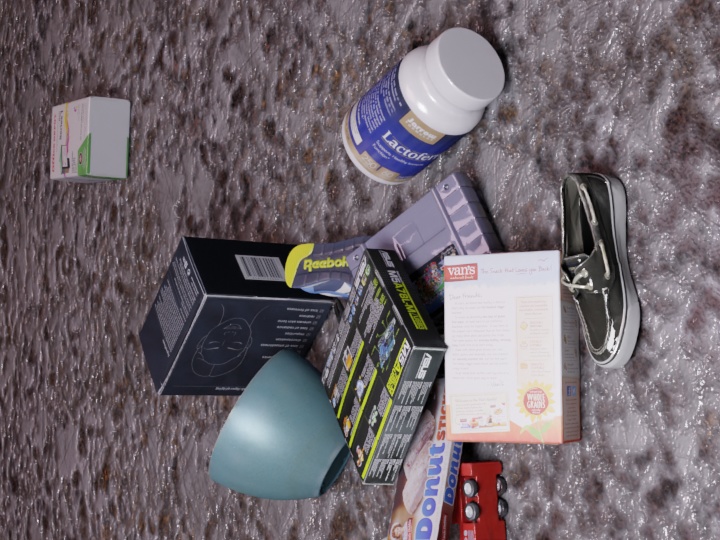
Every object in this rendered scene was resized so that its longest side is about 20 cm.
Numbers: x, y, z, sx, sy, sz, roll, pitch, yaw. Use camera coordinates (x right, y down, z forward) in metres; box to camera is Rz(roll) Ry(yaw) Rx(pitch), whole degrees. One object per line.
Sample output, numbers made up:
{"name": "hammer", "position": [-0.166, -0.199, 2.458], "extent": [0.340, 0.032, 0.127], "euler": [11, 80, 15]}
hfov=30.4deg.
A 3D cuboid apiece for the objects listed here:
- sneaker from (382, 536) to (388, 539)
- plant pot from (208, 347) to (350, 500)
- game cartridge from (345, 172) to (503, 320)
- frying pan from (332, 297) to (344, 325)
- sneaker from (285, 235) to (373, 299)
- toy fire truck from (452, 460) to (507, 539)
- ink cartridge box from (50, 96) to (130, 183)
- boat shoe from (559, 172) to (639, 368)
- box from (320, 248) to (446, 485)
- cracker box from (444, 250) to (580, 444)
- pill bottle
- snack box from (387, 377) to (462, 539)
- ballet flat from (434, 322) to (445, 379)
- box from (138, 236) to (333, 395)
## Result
{"name": "sneaker", "position": [0.018, 0.401, 1.533], "extent": [0.200, 0.081, 0.146], "euler": [-62, 12, 1]}
{"name": "plant pot", "position": [-0.086, 0.221, 1.731], "extent": [0.135, 0.200, 0.200], "euler": [30, 119, 13]}
{"name": "game cartridge", "position": [0.074, -0.009, 1.558], "extent": [0.200, 0.038, 0.130], "euler": [-38, 63, 36]}
{"name": "frying pan", "position": [-0.001, 0.130, 1.719], "extent": [0.190, 0.031, 0.115], "euler": [50, 129, 50]}
{"name": "sneaker", "position": [0.000, 0.000, 1.697], "extent": [0.200, 0.082, 0.074], "euler": [3, 76, 38]}
{"name": "toy fire truck", "position": [0.107, 0.267, 1.527], "extent": [0.141, 0.049, 0.200], "euler": [-13, 78, 57]}
{"name": "ink cartridge box", "position": [-0.507, -0.241, 2.479], "extent": [0.200, 0.084, 0.145], "euler": [1, 89, 58]}
{"name": "boat shoe", "position": [0.231, 0.000, 1.337], "extent": [0.071, 0.064, 0.200], "euler": [-19, 72, 55]}
{"name": "box", "position": [0.021, 0.108, 1.519], "extent": [0.193, 0.047, 0.200], "euler": [-119, 40, -50]}
{"name": "cracker box", "position": [0.160, 0.081, 1.403], "extent": [0.134, 0.058, 0.200], "euler": [-2, 86, 30]}
{"name": "pill bottle", "position": [0.073, -0.192, 1.546], "extent": [0.200, 0.116, 0.116], "euler": [-38, 57, 50]}
{"name": "snack box", "position": [0.078, 0.217, 1.490], "extent": [0.072, 0.024, 0.200], "euler": [-11, 58, 40]}
{"name": "ballet flat", "position": [0.095, 0.091, 1.539], "extent": [0.200, 0.072, 0.072], "euler": [-15, 75, 56]}
{"name": "box", "position": [-0.174, 0.068, 1.837], "extent": [0.197, 0.200, 0.124], "euler": [-62, 39, 34]}
